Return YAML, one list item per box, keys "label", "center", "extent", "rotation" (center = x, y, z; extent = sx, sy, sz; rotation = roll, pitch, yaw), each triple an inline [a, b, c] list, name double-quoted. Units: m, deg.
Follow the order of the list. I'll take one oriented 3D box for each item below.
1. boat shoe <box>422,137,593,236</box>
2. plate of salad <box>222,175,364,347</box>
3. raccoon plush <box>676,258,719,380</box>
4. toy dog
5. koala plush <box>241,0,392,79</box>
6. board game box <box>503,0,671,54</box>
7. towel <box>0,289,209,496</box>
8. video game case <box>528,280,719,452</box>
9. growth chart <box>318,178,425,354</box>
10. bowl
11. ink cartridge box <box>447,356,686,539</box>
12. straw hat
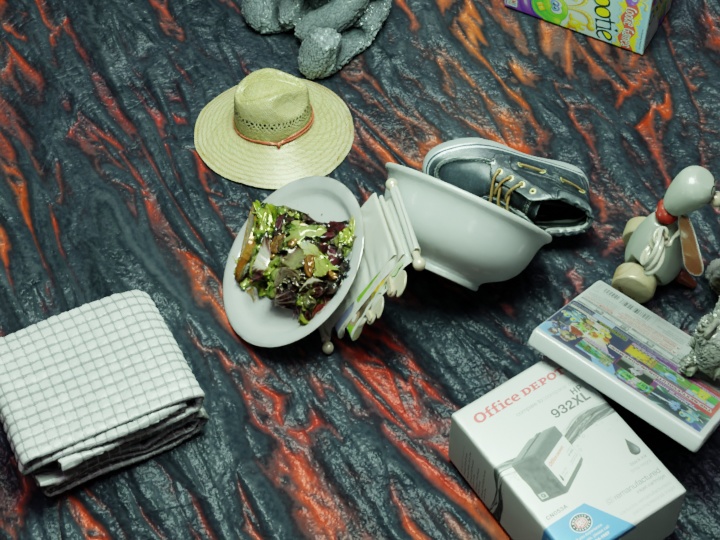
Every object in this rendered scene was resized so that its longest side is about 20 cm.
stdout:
- label: "boat shoe"
  center: [0.170, -0.094, 1.632]
  extent: [0.197, 0.072, 0.091]
  rotation: [8, 30, -5]
- label: "plate of salad"
  center: [-0.081, -0.015, 1.562]
  extent: [0.198, 0.048, 0.203]
  rotation: [-20, 55, 31]
- label: "raccoon plush"
  center: [0.372, 0.056, 1.515]
  extent: [0.132, 0.098, 0.200]
  rotation: [0, 17, -19]
- label: "toy dog"
  center: [0.346, -0.029, 1.551]
  extent: [0.095, 0.200, 0.133]
  rotation: [22, 79, -2]
- label: "koala plush"
  center: [-0.043, -0.388, 1.810]
  extent: [0.183, 0.201, 0.177]
  rotation: [-34, 58, -24]
- label: "board game box"
  center: [0.298, -0.379, 1.858]
  extent: [0.198, 0.104, 0.105]
  rotation: [23, 55, 19]
- label: "towel"
  center: [-0.277, 0.128, 1.489]
  extent: [0.198, 0.086, 0.166]
  rotation: [-22, 56, -18]
- label: "video game case"
  center: [0.292, 0.094, 1.482]
  extent: [0.199, 0.023, 0.182]
  rotation: [34, 30, 19]
- label: "growth chart"
  center: [0.000, 0.000, 1.531]
  extent: [0.018, 0.200, 0.146]
  rotation: [13, 50, -32]
- label: "bowl"
  center: [0.102, -0.037, 1.570]
  extent: [0.199, 0.201, 0.091]
  rotation: [24, 90, 19]
- label: "ink cartridge box"
  center: [0.200, 0.200, 1.421]
  extent: [0.144, 0.084, 0.200]
  rotation: [-27, 56, -19]
- label: "straw hat"
  center: [-0.107, -0.196, 1.734]
  extent: [0.198, 0.086, 0.203]
  rotation: [-1, 51, 1]
